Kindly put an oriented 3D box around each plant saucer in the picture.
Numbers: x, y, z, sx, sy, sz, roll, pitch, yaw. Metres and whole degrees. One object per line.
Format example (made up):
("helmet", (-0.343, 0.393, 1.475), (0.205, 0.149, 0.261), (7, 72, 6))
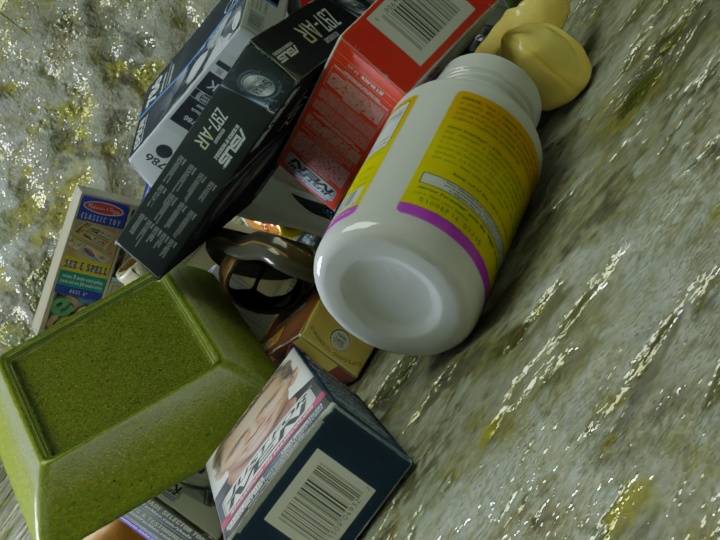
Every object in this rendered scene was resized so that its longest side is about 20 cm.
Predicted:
("plant saucer", (-0.168, 0.079, 1.194), (0.199, 0.048, 0.200), (-30, 38, -8))

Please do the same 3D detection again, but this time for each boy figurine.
("boy figurine", (0.115, -0.151, 1.227), (0.124, 0.064, 0.200), (-53, 11, -5))

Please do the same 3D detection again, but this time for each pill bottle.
("pill bottle", (0.051, -0.048, 1.054), (0.104, 0.104, 0.200), (-42, 15, 46))

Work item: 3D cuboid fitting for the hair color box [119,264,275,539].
("hair color box", (-0.119, 0.105, 1.276), (0.065, 0.109, 0.200), (-41, 15, 48))

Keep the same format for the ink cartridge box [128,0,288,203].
("ink cartridge box", (-0.126, -0.141, 1.313), (0.200, 0.039, 0.100), (-46, 24, 34))

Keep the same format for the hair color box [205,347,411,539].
("hair color box", (-0.037, 0.115, 1.017), (0.100, 0.060, 0.200), (-53, 10, -1))

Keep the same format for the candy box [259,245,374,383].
("candy box", (0.000, 0.000, 1.252), (0.200, 0.056, 0.117), (-60, 13, -28))

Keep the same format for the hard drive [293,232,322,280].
("hard drive", (0.004, -0.067, 1.510), (0.200, 0.033, 0.140), (-53, 10, 2))

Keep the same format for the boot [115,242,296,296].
("boot", (-0.145, 0.052, 1.428), (0.200, 0.155, 0.073), (-47, 12, 27))

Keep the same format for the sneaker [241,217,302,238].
("sneaker", (-0.049, -0.125, 1.555), (0.077, 0.073, 0.200), (21, 101, 38))

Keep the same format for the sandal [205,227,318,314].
("sandal", (-0.063, 0.005, 1.208), (0.200, 0.082, 0.055), (-172, 97, -69))

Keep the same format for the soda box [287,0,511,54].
("soda box", (0.039, -0.193, 1.341), (0.068, 0.200, 0.064), (-46, 53, 33))

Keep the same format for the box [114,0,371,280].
("box", (-0.078, -0.102, 1.221), (0.200, 0.044, 0.160), (-51, -3, 32))

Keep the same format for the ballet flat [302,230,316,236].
("ballet flat", (-0.064, -0.101, 1.486), (0.070, 0.200, 0.065), (-17, -28, -15))

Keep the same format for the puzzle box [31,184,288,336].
("puzzle box", (-0.167, 0.013, 1.463), (0.025, 0.200, 0.133), (42, 116, 62))

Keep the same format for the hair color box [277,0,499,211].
("hair color box", (0.016, -0.132, 1.204), (0.111, 0.064, 0.200), (-48, -2, -25))

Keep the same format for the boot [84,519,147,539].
("boot", (-0.217, 0.271, 1.301), (0.201, 0.071, 0.144), (-46, 18, 48))

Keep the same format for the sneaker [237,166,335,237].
("sneaker", (-0.047, -0.091, 1.410), (0.073, 0.200, 0.112), (103, -167, -46))

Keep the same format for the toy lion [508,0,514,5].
("toy lion", (0.063, -0.207, 1.556), (0.200, 0.069, 0.192), (-38, 18, 1))
